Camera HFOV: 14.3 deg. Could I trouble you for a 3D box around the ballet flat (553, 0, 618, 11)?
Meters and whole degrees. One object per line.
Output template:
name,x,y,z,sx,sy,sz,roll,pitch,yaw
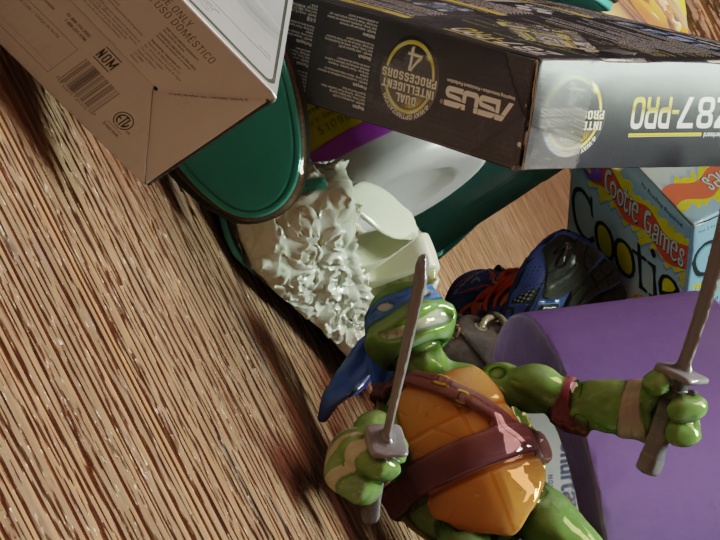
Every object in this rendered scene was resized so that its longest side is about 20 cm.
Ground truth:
ballet flat,0.038,-0.162,1.214,0.200,0.063,0.069,14,-1,-33

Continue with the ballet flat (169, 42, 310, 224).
ballet flat,-0.078,-0.112,1.123,0.200,0.068,0.068,62,0,-8

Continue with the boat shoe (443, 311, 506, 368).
boat shoe,0.056,0.052,1.377,0.200,0.073,0.075,61,8,-9

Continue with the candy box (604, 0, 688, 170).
candy box,0.073,-0.152,1.340,0.200,0.055,0.116,40,30,-27

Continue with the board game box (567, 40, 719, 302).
board game box,0.173,-0.001,1.460,0.103,0.105,0.200,50,-27,37

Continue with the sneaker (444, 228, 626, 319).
sneaker,0.074,0.029,1.468,0.078,0.075,0.200,50,-25,13

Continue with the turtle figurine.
turtle figurine,0.065,0.083,1.085,0.144,0.200,0.194,-12,79,-52

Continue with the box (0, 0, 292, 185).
box,-0.078,-0.136,0.998,0.117,0.060,0.200,46,27,-24

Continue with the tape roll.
tape roll,0.120,0.112,1.253,0.200,0.085,0.201,173,-90,-80

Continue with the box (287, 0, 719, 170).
box,0.055,-0.083,1.154,0.161,0.049,0.200,0,14,-43

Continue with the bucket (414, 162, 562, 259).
bucket,0.022,-0.109,1.474,0.208,0.135,0.207,61,8,-16

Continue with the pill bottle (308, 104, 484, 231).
pill bottle,-0.026,-0.119,1.317,0.200,0.104,0.104,64,9,12

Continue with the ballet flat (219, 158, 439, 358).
ballet flat,0.000,0.000,1.238,0.072,0.072,0.200,65,8,20
